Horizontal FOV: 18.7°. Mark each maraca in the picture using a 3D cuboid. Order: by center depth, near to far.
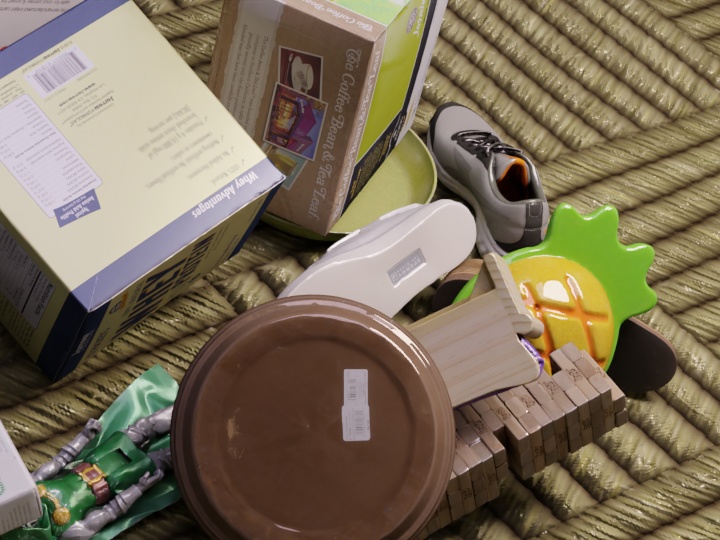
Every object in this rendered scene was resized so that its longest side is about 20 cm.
[{"bbox_3d":[0.141,0.040,1.665,0.137,0.200,0.107,45,-5,-22],"label":"maraca"}]

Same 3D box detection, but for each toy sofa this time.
[{"bbox_3d":[0.035,0.071,1.579,0.200,0.083,0.098,-26,82,7],"label":"toy sofa"}]

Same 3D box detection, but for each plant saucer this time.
[{"bbox_3d":[-0.033,0.114,1.509,0.200,0.029,0.200,0,81,-3],"label":"plant saucer"},{"bbox_3d":[-0.035,-0.085,1.863,0.200,0.031,0.200,9,39,-8],"label":"plant saucer"}]

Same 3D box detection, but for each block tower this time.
[{"bbox_3d":[0.093,0.125,1.573,0.200,0.054,0.058,-29,51,-13],"label":"block tower"}]

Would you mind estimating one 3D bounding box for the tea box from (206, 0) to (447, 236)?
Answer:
[{"bbox_3d":[-0.028,-0.175,1.789,0.134,0.200,0.197,24,39,10],"label":"tea box"}]

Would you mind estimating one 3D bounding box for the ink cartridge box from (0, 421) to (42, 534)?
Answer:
[{"bbox_3d":[-0.345,0.130,1.485,0.200,0.043,0.196,-22,49,-16],"label":"ink cartridge box"}]

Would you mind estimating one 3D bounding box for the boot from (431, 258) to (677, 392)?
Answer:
[{"bbox_3d":[0.162,0.036,1.754,0.200,0.074,0.075,20,26,7],"label":"boot"}]

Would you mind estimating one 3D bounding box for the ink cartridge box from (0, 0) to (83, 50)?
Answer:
[{"bbox_3d":[-0.294,-0.273,1.854,0.145,0.200,0.084,-5,38,-43],"label":"ink cartridge box"}]

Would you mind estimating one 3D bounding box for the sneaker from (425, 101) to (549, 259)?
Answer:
[{"bbox_3d":[0.116,-0.085,1.873,0.074,0.079,0.200,-6,42,-21],"label":"sneaker"}]

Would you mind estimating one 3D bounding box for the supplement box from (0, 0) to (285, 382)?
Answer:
[{"bbox_3d":[-0.205,-0.066,1.626,0.200,0.134,0.200,-37,82,-30],"label":"supplement box"}]

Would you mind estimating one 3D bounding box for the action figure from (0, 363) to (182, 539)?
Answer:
[{"bbox_3d":[-0.173,0.141,1.533,0.118,0.055,0.200,38,48,22],"label":"action figure"}]

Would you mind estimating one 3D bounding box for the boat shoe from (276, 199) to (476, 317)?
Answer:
[{"bbox_3d":[0.000,0.000,1.744,0.200,0.072,0.068,-38,23,-24],"label":"boat shoe"}]
